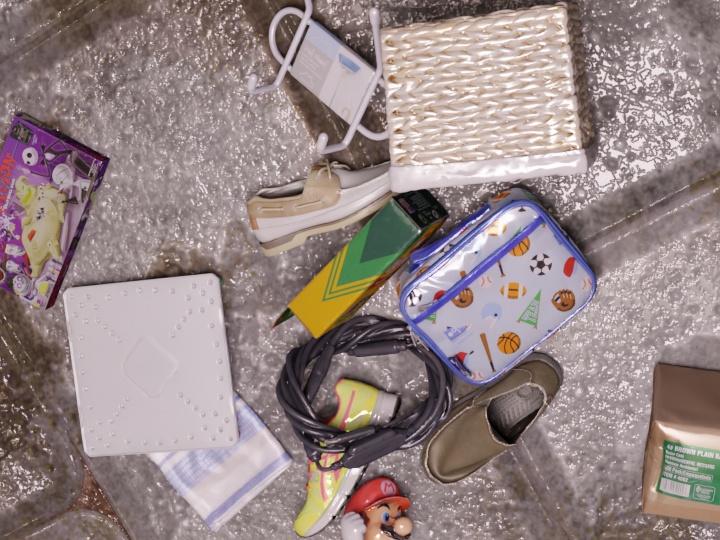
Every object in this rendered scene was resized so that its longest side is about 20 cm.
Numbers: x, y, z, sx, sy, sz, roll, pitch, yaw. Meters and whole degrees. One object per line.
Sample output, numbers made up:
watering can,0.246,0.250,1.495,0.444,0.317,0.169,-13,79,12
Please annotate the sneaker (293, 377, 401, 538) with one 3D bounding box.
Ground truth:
sneaker,-0.034,0.212,1.498,0.090,0.078,0.201,29,97,4

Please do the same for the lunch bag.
lunch bag,0.138,0.018,1.389,0.199,0.076,0.160,-39,109,10

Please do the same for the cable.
cable,0.009,0.128,1.444,0.198,0.051,0.164,-25,61,-13

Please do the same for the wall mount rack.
wall mount rack,-0.036,-0.226,1.344,0.200,0.074,0.175,41,124,24

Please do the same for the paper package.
paper package,0.393,0.181,1.331,0.197,0.191,0.105,7,105,12

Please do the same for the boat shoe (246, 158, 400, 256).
boat shoe,-0.036,-0.083,1.420,0.198,0.075,0.069,-24,104,18

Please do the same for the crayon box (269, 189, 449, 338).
crayon box,0.000,0.000,1.405,0.051,0.127,0.200,47,110,5

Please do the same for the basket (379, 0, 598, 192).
basket,0.129,-0.173,1.300,0.197,0.198,0.163,-6,98,15

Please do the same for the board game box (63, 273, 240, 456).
board game box,-0.242,0.111,1.523,0.197,0.026,0.203,-6,94,16

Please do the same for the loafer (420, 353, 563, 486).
loafer,0.139,0.170,1.448,0.075,0.070,0.200,43,109,-1

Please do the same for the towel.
towel,-0.191,0.199,1.554,0.147,0.024,0.200,-40,93,18

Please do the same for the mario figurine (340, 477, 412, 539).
mario figurine,0.032,0.333,1.466,0.105,0.124,0.202,-4,70,4

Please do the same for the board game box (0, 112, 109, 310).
board game box,-0.382,-0.067,1.527,0.119,0.032,0.202,28,108,9
